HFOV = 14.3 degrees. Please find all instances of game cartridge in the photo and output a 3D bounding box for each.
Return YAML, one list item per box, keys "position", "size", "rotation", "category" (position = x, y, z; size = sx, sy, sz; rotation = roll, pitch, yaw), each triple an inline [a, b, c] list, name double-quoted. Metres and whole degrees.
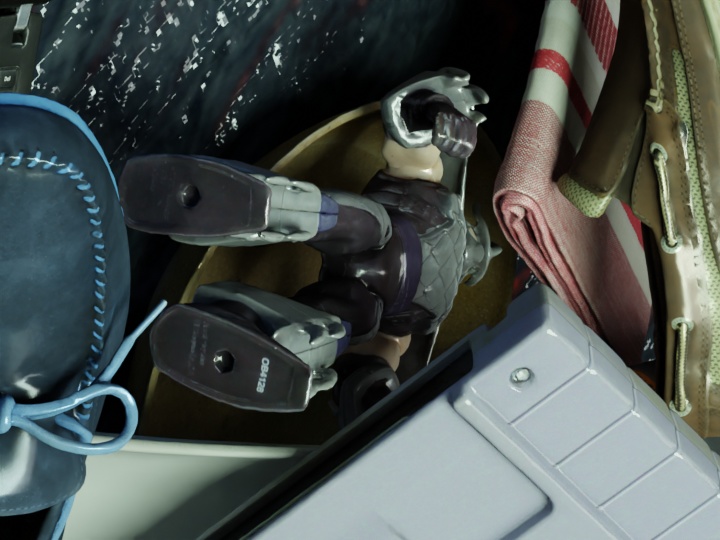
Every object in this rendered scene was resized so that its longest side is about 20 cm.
- position: [0.020, 0.106, 0.876]
  size: [0.200, 0.038, 0.130]
  rotation: [-38, 113, 18]
  category: "game cartridge"

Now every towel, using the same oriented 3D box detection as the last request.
- position: [0.090, -0.076, 1.043]
  size: [0.144, 0.023, 0.200]
  rotation: [59, 39, -54]
  category: "towel"

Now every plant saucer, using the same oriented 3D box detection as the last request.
- position: [-0.020, 0.028, 1.015]
  size: [0.200, 0.035, 0.200]
  rotation: [-32, 134, -40]
  category: "plant saucer"

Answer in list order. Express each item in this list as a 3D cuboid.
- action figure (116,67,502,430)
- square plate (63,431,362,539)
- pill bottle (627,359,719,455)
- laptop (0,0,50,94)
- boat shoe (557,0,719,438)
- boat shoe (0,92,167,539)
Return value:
- position: [0.000, 0.000, 0.920]
  size: [0.200, 0.069, 0.130]
  rotation: [-8, 100, -63]
  category: "action figure"
- position: [-0.068, 0.128, 0.919]
  size: [0.028, 0.200, 0.198]
  rotation: [-95, -169, -58]
  category: "square plate"
- position: [0.059, 0.097, 1.000]
  size: [0.200, 0.106, 0.106]
  rotation: [-14, 126, -18]
  category: "pill bottle"
- position: [-0.122, -0.028, 0.779]
  size: [0.177, 0.103, 0.200]
  rotation: [-10, 118, -50]
  category: "laptop"
- position: [0.101, -0.038, 0.941]
  size: [0.075, 0.075, 0.203]
  rotation: [-84, 158, -82]
  category: "boat shoe"
- position: [-0.096, 0.044, 0.796]
  size: [0.084, 0.069, 0.200]
  rotation: [-1, 131, -7]
  category: "boat shoe"
